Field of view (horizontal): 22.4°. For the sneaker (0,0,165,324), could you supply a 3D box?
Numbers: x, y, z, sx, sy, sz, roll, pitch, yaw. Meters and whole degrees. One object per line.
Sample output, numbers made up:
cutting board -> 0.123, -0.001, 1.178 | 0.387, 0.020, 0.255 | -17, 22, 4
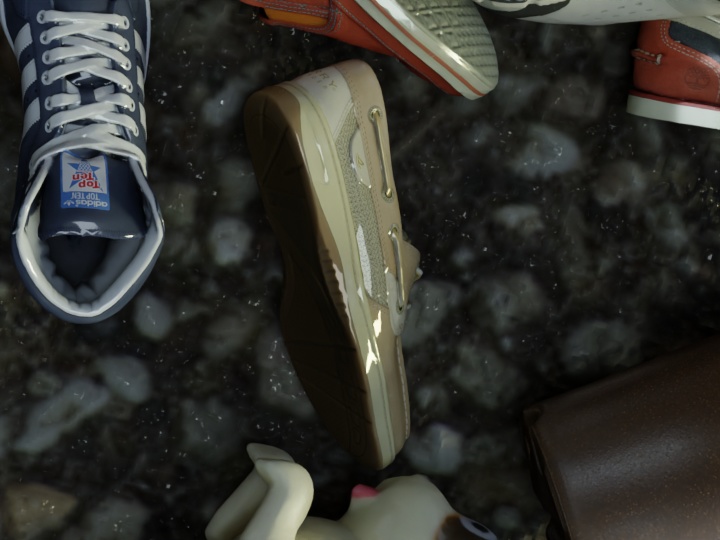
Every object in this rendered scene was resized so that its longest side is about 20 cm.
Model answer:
sneaker -> -0.123, -0.074, 0.799 | 0.070, 0.108, 0.201 | -1, 102, -12

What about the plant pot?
plant pot -> 0.190, 0.111, 0.869 | 0.198, 0.200, 0.201 | -16, 105, -1

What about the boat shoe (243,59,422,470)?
boat shoe -> 0.000, 0.000, 0.862 | 0.065, 0.072, 0.201 | -25, 115, -28

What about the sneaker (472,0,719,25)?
sneaker -> 0.137, -0.149, 0.836 | 0.199, 0.080, 0.074 | 2, 86, 5

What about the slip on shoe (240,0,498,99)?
slip on shoe -> -0.019, -0.137, 0.837 | 0.200, 0.074, 0.061 | 29, 129, -22

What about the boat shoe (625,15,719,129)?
boat shoe -> 0.229, -0.093, 0.894 | 0.199, 0.071, 0.063 | 8, 97, -9

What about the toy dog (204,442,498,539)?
toy dog -> -0.022, 0.172, 0.844 | 0.200, 0.140, 0.194 | -24, 81, -12
